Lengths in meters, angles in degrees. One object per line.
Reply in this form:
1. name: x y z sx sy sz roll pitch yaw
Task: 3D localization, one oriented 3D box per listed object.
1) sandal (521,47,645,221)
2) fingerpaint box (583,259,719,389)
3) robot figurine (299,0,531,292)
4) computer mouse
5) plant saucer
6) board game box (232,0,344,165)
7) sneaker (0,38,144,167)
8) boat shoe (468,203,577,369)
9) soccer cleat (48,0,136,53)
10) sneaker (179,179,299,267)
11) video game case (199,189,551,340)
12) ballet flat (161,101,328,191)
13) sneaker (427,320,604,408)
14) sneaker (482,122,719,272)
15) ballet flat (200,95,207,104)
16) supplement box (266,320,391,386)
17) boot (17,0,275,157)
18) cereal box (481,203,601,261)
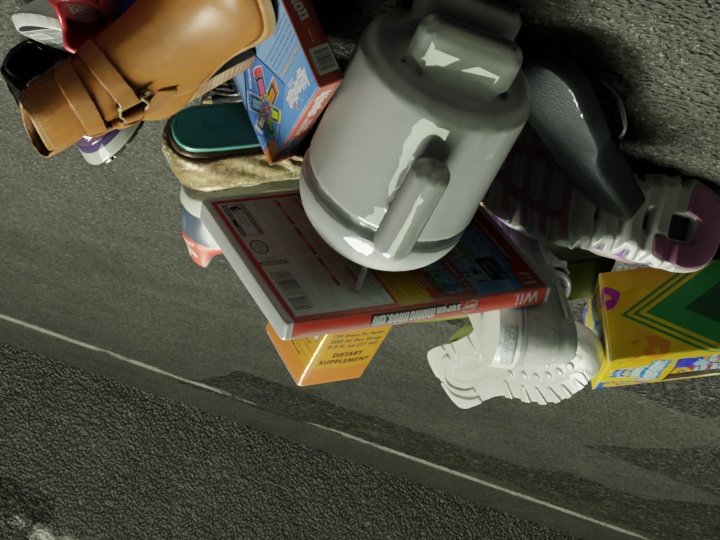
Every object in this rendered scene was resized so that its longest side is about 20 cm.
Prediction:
1. sandal: 0.147 -0.097 1.166 0.076 0.043 0.200 37 174 27
2. fingerpaint box: 0.267 0.043 1.404 0.166 0.074 0.200 -6 170 2
3. robot figurine: 0.032 -0.080 1.100 0.113 0.170 0.200 21 128 -9
4. computer mouse: -0.151 -0.163 1.260 0.200 0.044 0.110 19 173 -38
5. plant saucer: 0.114 0.017 1.464 0.199 0.031 0.200 -8 180 0
6. board game box: -0.055 -0.138 1.133 0.019 0.103 0.200 -21 175 -14
7. sneaker: -0.230 -0.147 1.328 0.088 0.076 0.200 42 173 -31
8. boat shoe: 0.118 0.009 1.275 0.068 0.072 0.200 7 -160 -6
9. soccer cleat: -0.162 -0.191 1.072 0.068 0.073 0.200 17 167 -2
10. sneaker: -0.046 -0.047 1.383 0.199 0.085 0.075 -7 -140 -20
11. video game case: 0.009 -0.013 1.195 0.199 0.017 0.143 -7 -142 -27
12. ballet flat: -0.043 -0.091 1.269 0.199 0.071 0.065 -1 149 -9
13. sneaker: 0.132 0.057 1.402 0.200 0.080 0.077 -8 110 60
14. sneaker: 0.160 -0.048 1.298 0.200 0.081 0.088 18 175 -15
15. ballet flat: -0.069 -0.086 1.433 0.068 0.063 0.200 6 165 37
16. supplement box: 0.000 0.000 1.359 0.066 0.069 0.200 -6 139 -35
17. boot: -0.135 -0.134 1.073 0.154 0.074 0.200 -27 165 -15
18. cereal box: 0.109 -0.047 1.437 0.144 0.040 0.200 23 166 -26
